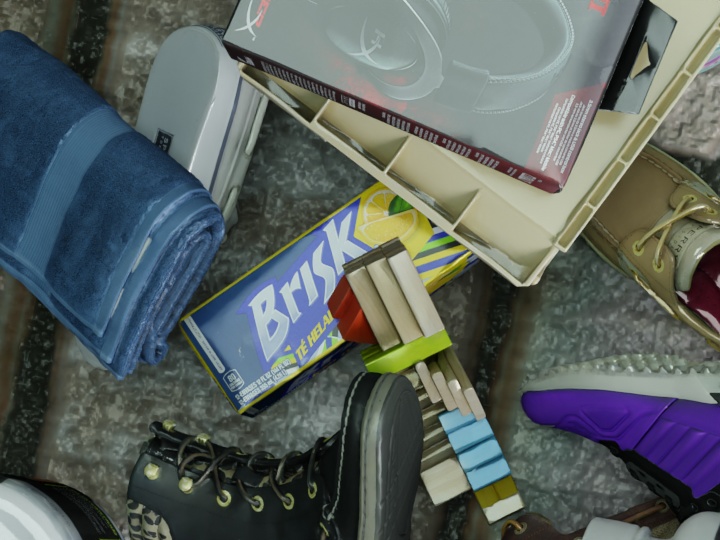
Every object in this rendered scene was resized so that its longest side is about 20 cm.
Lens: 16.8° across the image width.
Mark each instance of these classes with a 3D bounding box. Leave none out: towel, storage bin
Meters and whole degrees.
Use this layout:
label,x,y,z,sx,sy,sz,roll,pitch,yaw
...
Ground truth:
label,x,y,z,sx,sy,sz,roll,pitch,yaw
towel,-0.160,-0.040,1.325,0.200,0.048,0.112,40,111,35
storage bin,0.069,-0.125,1.267,0.200,0.094,0.199,37,90,0

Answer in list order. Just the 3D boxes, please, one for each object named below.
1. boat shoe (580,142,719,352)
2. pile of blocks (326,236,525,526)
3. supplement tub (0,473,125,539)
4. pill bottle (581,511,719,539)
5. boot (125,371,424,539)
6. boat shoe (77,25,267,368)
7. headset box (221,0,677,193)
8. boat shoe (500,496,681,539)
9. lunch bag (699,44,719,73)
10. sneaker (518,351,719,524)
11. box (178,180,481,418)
label,x,y,z,sx,sy,sz,roll,pitch,yaw
boat shoe,0.186,-0.010,1.337,0.200,0.066,0.074,41,87,8
pile of blocks,0.031,0.075,1.298,0.062,0.082,0.201,-26,121,0
supplement tub,-0.186,0.169,1.279,0.122,0.200,0.124,-1,83,6
pill bottle,0.205,0.184,1.220,0.199,0.111,0.112,11,84,16
boot,-0.049,0.111,1.288,0.153,0.204,0.074,18,52,11
boat shoe,-0.100,-0.038,1.360,0.072,0.065,0.201,25,102,39
headset box,0.052,-0.136,1.183,0.199,0.077,0.150,24,90,2
boat shoe,0.101,0.167,1.328,0.199,0.072,0.072,-19,61,3
lunch bag,0.119,-0.194,1.360,0.159,0.077,0.201,-18,82,3
sneaker,0.171,0.097,1.295,0.199,0.069,0.100,1,95,37
box,0.000,0.000,1.349,0.199,0.070,0.064,-35,83,0
